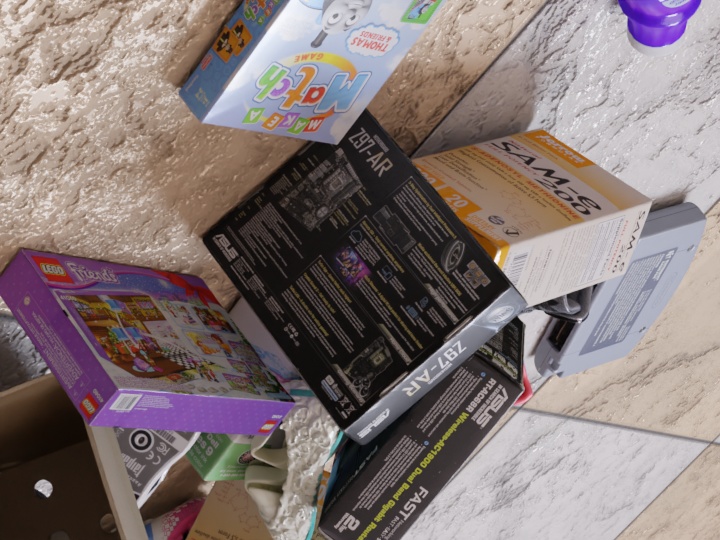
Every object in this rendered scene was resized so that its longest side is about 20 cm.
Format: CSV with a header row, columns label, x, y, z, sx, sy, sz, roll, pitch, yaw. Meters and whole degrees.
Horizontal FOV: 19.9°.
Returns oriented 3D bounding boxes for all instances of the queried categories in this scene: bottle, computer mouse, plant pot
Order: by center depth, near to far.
label,x,y,z,sx,sy,sz,roll,pitch,yaw
plant pot,-0.243,0.201,1.483,0.199,0.201,0.177,-20,172,7
bottle,0.229,-0.240,1.546,0.083,0.065,0.200,-31,151,-15
computer mouse,-0.190,0.156,1.630,0.200,0.109,0.044,-51,-173,10

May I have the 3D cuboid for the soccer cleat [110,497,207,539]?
label,x,y,z,sx,sy,sz,roll,pitch,yaw
soccer cleat,-0.193,0.241,1.771,0.200,0.086,0.070,-36,141,-56

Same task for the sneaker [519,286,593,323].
label,x,y,z,sx,sy,sz,roll,pitch,yaw
sneaker,0.121,0.023,1.717,0.200,0.114,0.076,-44,129,-19

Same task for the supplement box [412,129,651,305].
label,x,y,z,sx,sy,sz,roll,pitch,yaw
supplement box,0.116,-0.039,1.602,0.199,0.126,0.074,-17,134,-46

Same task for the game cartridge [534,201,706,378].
label,x,y,z,sx,sy,sz,roll,pitch,yaw
game cartridge,0.256,0.018,1.989,0.133,0.042,0.201,-19,147,-39

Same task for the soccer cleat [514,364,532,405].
label,x,y,z,sx,sy,sz,roll,pitch,yaw
soccer cleat,0.103,0.065,1.835,0.067,0.077,0.200,-41,152,5

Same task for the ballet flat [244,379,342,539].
label,x,y,z,sx,sy,sz,roll,pitch,yaw
ballet flat,-0.058,0.151,1.622,0.071,0.072,0.201,-19,145,-31

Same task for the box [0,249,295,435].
label,x,y,z,sx,sy,sz,roll,pitch,yaw
box,-0.151,0.054,1.459,0.039,0.137,0.200,-50,149,20

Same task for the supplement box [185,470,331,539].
label,x,y,z,sx,sy,sz,roll,pitch,yaw
supplement box,-0.088,0.260,1.750,0.201,0.125,0.074,-64,160,-18

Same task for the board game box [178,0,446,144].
label,x,y,z,sx,sy,sz,roll,pitch,yaw
board game box,-0.013,-0.177,1.388,0.151,0.037,0.200,4,131,-52

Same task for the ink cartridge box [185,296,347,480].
label,x,y,z,sx,sy,sz,roll,pitch,yaw
ink cartridge box,-0.048,0.073,1.661,0.145,0.088,0.200,7,126,-52

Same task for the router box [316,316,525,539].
label,x,y,z,sx,sy,sz,roll,pitch,yaw
router box,0.050,0.123,1.638,0.200,0.062,0.150,-53,-172,17

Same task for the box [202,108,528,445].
label,x,y,z,sx,sy,sz,roll,pitch,yaw
box,0.000,0.000,1.489,0.160,0.200,0.044,-41,152,4
